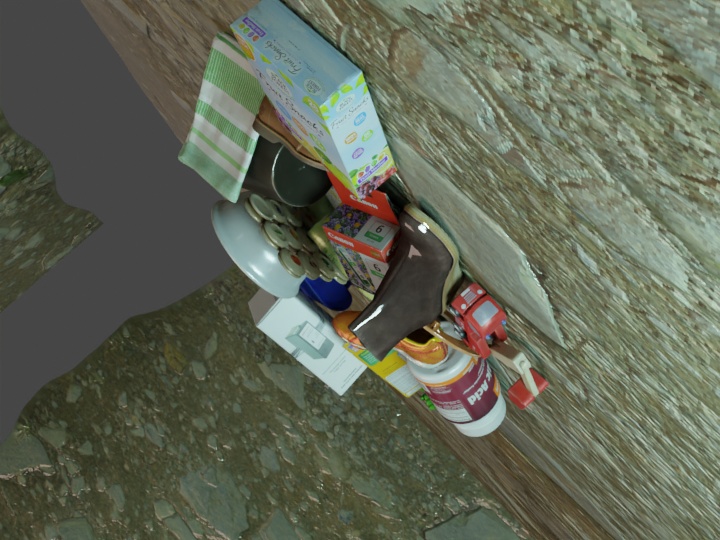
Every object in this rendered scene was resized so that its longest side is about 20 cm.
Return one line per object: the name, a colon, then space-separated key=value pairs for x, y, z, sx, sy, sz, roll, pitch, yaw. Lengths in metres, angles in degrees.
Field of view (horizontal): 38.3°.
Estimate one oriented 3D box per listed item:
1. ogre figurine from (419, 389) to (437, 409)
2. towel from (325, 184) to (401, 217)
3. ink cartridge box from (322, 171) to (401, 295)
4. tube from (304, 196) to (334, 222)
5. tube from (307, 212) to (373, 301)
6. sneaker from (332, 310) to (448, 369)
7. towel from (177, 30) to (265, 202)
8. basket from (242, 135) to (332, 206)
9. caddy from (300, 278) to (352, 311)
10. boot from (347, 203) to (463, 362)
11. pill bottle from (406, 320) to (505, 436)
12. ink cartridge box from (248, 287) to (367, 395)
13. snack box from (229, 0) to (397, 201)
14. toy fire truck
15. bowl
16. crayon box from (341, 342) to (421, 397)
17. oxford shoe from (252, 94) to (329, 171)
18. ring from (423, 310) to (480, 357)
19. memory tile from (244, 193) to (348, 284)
ogre figurine: x=0.136 y=0.180 z=1.876 sx=0.120 sy=0.098 sz=0.200 roll=41 pitch=-174 yaw=-43
towel: x=0.021 y=-0.069 z=1.515 sx=0.200 sy=0.048 sz=0.171 roll=38 pitch=165 yaw=51
ink cartridge box: x=0.010 y=-0.038 z=1.396 sx=0.109 sy=0.050 sz=0.200 roll=24 pitch=155 yaw=35
tube: x=-0.024 y=-0.045 z=1.751 sx=0.200 sy=0.058 sz=0.052 roll=54 pitch=153 yaw=-19
tube: x=0.000 y=0.000 z=1.607 sx=0.200 sy=0.052 sz=0.058 roll=48 pitch=-161 yaw=-1
sneaker: x=0.046 y=0.086 z=1.589 sx=0.199 sy=0.073 sz=0.077 roll=11 pitch=133 yaw=27
towel: x=-0.188 y=-0.219 z=1.457 sx=0.023 sy=0.201 sz=0.152 roll=2 pitch=-153 yaw=-45
basket: x=-0.131 y=-0.178 z=1.505 sx=0.200 sy=0.136 sz=0.181 roll=32 pitch=138 yaw=48
caddy: x=-0.063 y=-0.022 z=1.856 sx=0.105 sy=0.141 sz=0.200 roll=33 pitch=163 yaw=51
boot: x=0.051 y=0.022 z=1.333 sx=0.072 sy=0.166 sz=0.200 roll=42 pitch=170 yaw=37
pill bottle: x=0.163 y=0.183 z=1.706 sx=0.114 sy=0.114 sz=0.200 roll=40 pitch=169 yaw=46
ink cartridge box: x=-0.091 y=0.105 z=1.794 sx=0.200 sy=0.084 sz=0.146 roll=41 pitch=-177 yaw=-18
snack box: x=-0.050 y=-0.196 z=1.193 sx=0.169 sy=0.068 sz=0.200 roll=45 pitch=170 yaw=29
toy fire truck: x=0.190 y=0.106 z=1.414 sx=0.141 sy=0.049 sz=0.200 roll=45 pitch=171 yaw=22
bowl: x=-0.140 y=-0.060 z=1.679 sx=0.201 sy=0.090 sz=0.201 roll=45 pitch=-161 yaw=-20
crayon box: x=0.069 y=0.121 z=1.736 sx=0.200 sy=0.125 sz=0.052 roll=41 pitch=-159 yaw=-41
oxford shoe: x=-0.056 y=-0.179 z=1.337 sx=0.199 sy=0.072 sz=0.071 roll=31 pitch=-153 yaw=23
ring: x=0.107 y=0.060 z=1.545 sx=0.200 sy=0.019 sz=0.200 roll=35 pitch=-168 yaw=-8
memory tile: x=-0.094 y=-0.048 z=1.596 sx=0.154 sy=0.017 sz=0.200 roll=57 pitch=-160 yaw=18
